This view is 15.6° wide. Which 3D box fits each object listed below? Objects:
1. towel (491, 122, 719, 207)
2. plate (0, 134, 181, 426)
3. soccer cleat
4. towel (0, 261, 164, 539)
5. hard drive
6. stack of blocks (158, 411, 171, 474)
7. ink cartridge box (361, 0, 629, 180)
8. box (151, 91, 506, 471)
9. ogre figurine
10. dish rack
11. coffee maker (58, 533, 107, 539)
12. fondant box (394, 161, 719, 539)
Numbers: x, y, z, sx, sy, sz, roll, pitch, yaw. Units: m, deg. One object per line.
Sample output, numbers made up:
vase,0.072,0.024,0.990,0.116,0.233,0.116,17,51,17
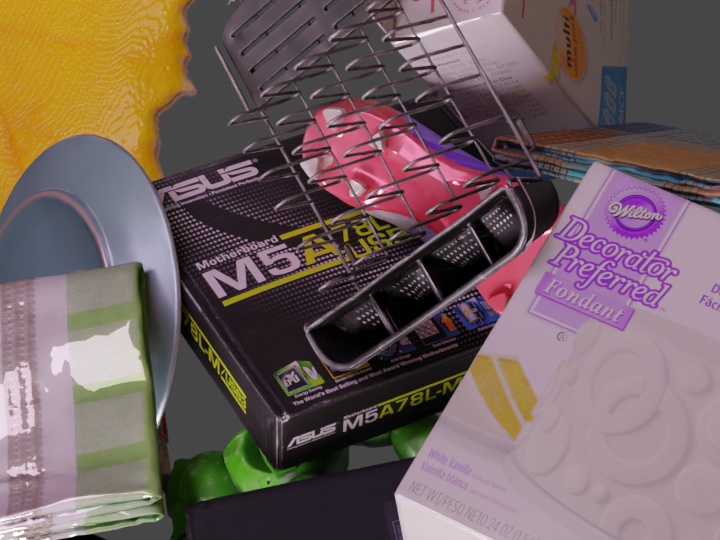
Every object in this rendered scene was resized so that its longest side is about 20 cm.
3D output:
towel,0.184,-0.047,1.309,0.199,0.146,0.022,14,104,38
plate,-0.162,0.026,1.415,0.200,0.025,0.202,-7,81,52
soccer cleat,0.059,-0.029,1.347,0.199,0.076,0.067,31,108,18
towel,-0.201,0.071,1.311,0.199,0.031,0.150,-11,61,3
hard drive,0.022,0.146,1.246,0.199,0.033,0.140,-11,40,-3
stack of blocks,-0.212,0.101,1.520,0.199,0.059,0.116,-24,54,19
ink cartridge box,0.073,-0.145,1.386,0.067,0.200,0.116,-12,58,26
box,0.000,0.000,1.388,0.199,0.048,0.193,-18,48,-21
ogre figurine,-0.022,0.121,1.364,0.200,0.098,0.120,-39,60,22
dish rack,0.002,-0.071,1.280,0.153,0.054,0.201,-35,79,38
coffee maker,-0.220,0.198,1.361,0.199,0.135,0.193,28,100,22
fondant box,0.125,0.064,1.211,0.144,0.058,0.201,24,64,19
